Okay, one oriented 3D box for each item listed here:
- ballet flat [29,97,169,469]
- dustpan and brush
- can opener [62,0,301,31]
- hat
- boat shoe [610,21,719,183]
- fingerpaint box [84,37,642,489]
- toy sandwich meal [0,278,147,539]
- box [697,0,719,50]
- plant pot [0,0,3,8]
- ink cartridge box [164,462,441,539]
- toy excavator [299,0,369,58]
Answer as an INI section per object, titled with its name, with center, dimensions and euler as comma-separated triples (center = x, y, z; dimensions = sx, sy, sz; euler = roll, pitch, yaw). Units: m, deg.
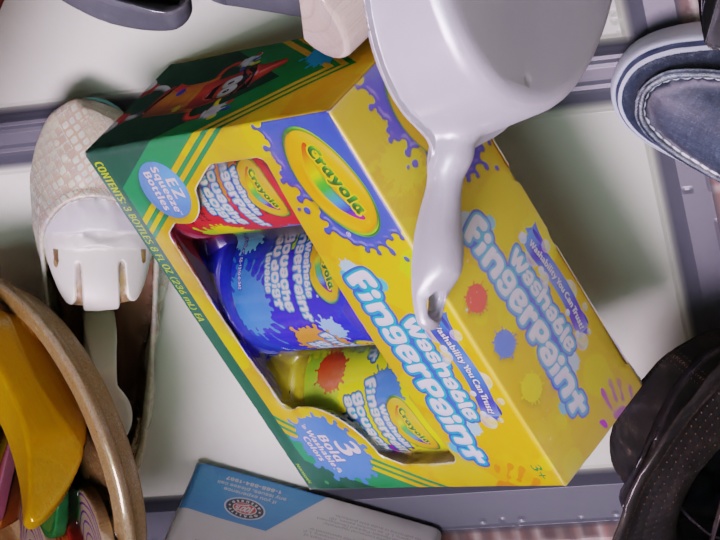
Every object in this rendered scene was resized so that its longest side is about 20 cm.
[ballet flat]
center = -0.116, 0.016, 1.244
dimensions = 0.067, 0.062, 0.200
euler = -4, 124, -5
[dustpan and brush]
center = 0.044, -0.077, 1.062
dimensions = 0.057, 0.140, 0.200
euler = -7, 80, 43
[can opener]
center = -0.045, -0.129, 1.151
dimensions = 0.200, 0.053, 0.067
euler = 10, 156, 8
[hat]
center = 0.162, 0.085, 1.195
dimensions = 0.081, 0.201, 0.201
euler = 36, 137, 41
[boat shoe]
center = 0.197, -0.040, 1.109
dimensions = 0.200, 0.091, 0.071
euler = 18, 125, 4
[fingerpaint box]
center = 0.000, 0.000, 1.161
dimensions = 0.167, 0.073, 0.200
euler = -5, 125, 47
[toy sandwich meal]
center = -0.175, 0.089, 1.253
dimensions = 0.205, 0.070, 0.205
euler = 36, 136, 44
[box]
center = 0.247, -0.157, 1.022
dimensions = 0.200, 0.048, 0.193
euler = 8, 127, -4
[plant pot]
center = -0.262, -0.090, 1.134
dimensions = 0.195, 0.201, 0.201
euler = 14, 127, -17
[ink cartridge box]
center = -0.052, 0.211, 1.271
dimensions = 0.128, 0.200, 0.125
euler = 16, 125, 5
[toy excavator]
center = -0.079, -0.190, 1.063
dimensions = 0.194, 0.100, 0.200
euler = 32, 162, 41
